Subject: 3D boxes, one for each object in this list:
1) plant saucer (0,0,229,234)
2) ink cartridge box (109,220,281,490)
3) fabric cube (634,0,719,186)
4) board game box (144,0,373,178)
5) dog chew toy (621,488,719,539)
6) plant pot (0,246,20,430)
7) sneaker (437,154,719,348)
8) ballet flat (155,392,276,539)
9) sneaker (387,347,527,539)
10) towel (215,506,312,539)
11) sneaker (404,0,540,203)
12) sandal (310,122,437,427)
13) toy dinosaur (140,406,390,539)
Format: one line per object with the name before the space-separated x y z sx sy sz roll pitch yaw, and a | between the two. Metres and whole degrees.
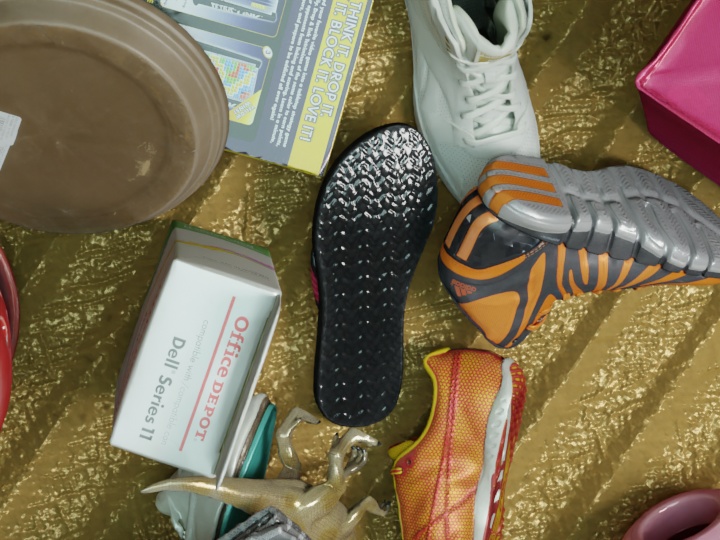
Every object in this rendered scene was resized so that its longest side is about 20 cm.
plant saucer | -0.176 -0.088 1.349 0.200 0.030 0.200 3 138 3
ink cartridge box | -0.097 0.046 1.349 0.067 0.200 0.117 19 97 -8
fabric cube | 0.290 -0.117 1.331 0.200 0.199 0.196 36 92 10
board game box | -0.075 -0.174 1.390 0.165 0.057 0.200 15 97 -10
dog chew toy | 0.236 0.238 1.455 0.124 0.125 0.200 -25 108 -1
plant pot | -0.296 0.043 1.334 0.200 0.183 0.201 -1 104 -3
sneaker | 0.133 -0.005 1.432 0.200 0.078 0.112 12 129 -27
ballet flat | -0.103 0.169 1.442 0.069 0.069 0.200 11 99 -7
sneaker | 0.052 0.145 1.456 0.077 0.073 0.200 12 94 15
towel | -0.071 0.245 1.383 0.200 0.086 0.166 -34 117 12
sneaker | 0.069 -0.117 1.383 0.074 0.116 0.200 -17 102 -4
sandal | 0.000 0.000 1.431 0.075 0.045 0.200 1 115 -15
toy dinosaur | -0.035 0.138 1.402 0.200 0.058 0.101 37 71 -44
